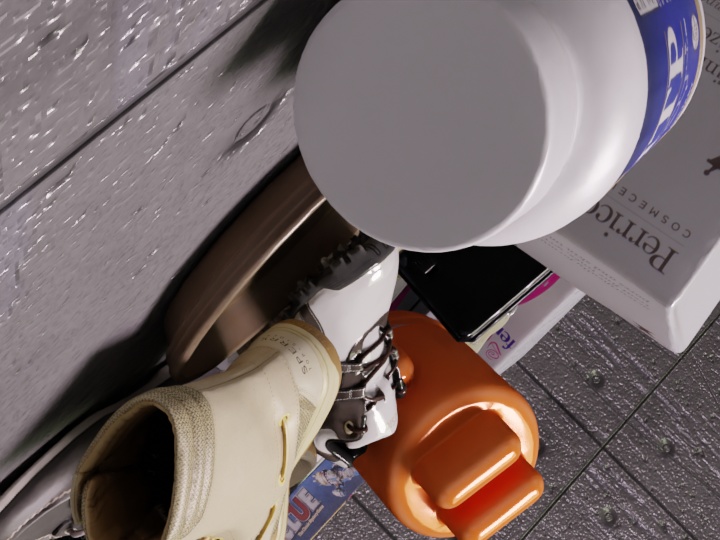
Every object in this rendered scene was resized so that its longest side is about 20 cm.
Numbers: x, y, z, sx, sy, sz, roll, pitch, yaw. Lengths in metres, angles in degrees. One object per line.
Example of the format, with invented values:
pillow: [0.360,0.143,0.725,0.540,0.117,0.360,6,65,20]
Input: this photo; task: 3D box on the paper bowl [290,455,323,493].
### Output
paper bowl: [-0.089,0.138,1.079,0.201,0.104,0.201,-45,174,-6]

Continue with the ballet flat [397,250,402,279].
ballet flat: [0.076,-0.042,1.193,0.200,0.067,0.068,-45,177,-4]

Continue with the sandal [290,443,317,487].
sandal: [-0.092,0.166,0.858,0.200,0.054,0.080,-43,149,28]

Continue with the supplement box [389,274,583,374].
supplement box: [0.122,-0.002,1.071,0.103,0.101,0.200,-32,166,-44]

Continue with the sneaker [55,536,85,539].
sneaker: [-0.228,0.229,0.981,0.087,0.076,0.200,-14,147,-52]

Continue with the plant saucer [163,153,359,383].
plant saucer: [-0.034,-0.020,0.729,0.200,0.029,0.200,-44,175,-5]

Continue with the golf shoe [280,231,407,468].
golf shoe: [-0.002,0.048,0.812,0.078,0.094,0.200,-39,167,-33]

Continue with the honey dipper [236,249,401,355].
honey dipper: [0.000,0.000,0.933,0.200,0.038,0.038,-35,171,-19]

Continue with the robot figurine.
robot figurine: [0.043,0.102,0.926,0.200,0.143,0.117,44,-63,55]

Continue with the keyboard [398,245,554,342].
keyboard: [0.111,-0.050,0.912,0.200,0.104,0.040,-41,170,1]

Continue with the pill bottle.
pill bottle: [0.056,-0.076,0.521,0.120,0.120,0.200,-48,174,29]

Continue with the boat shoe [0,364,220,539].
boat shoe: [-0.132,0.108,0.773,0.067,0.057,0.200,-49,174,37]

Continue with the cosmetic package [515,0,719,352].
cosmetic package: [0.172,-0.086,0.797,0.200,0.165,0.165,-55,162,-2]

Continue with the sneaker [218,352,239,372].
sneaker: [-0.098,0.123,0.921,0.200,0.099,0.078,-42,174,-33]

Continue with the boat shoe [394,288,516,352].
boat shoe: [0.083,0.016,1.003,0.200,0.062,0.072,-49,-153,47]

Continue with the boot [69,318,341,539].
boot: [-0.094,0.130,0.723,0.155,0.073,0.201,-24,143,-60]

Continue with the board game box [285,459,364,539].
board game box: [-0.053,0.195,1.047,0.136,0.035,0.200,-50,174,33]
